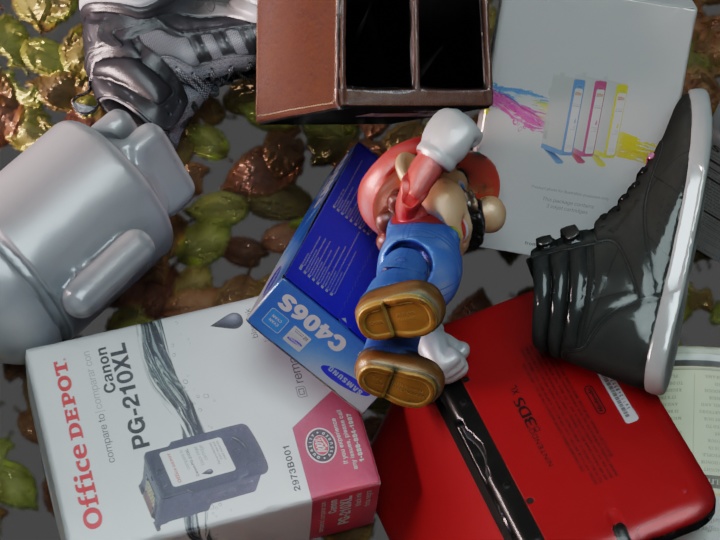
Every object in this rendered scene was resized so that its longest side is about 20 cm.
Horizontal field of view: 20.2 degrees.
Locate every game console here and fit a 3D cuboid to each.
[{"bbox_3d":[0.103,0.132,1.236,0.172,0.119,0.200,-21,49,-8],"label":"game console"}]

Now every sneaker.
[{"bbox_3d":[0.155,-0.028,1.220,0.099,0.071,0.201,10,68,13],"label":"sneaker"},{"bbox_3d":[-0.103,-0.135,1.404,0.199,0.076,0.114,8,74,-3],"label":"sneaker"}]

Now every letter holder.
[{"bbox_3d":[0.003,-0.169,1.292,0.100,0.200,0.143,-2,92,-17],"label":"letter holder"}]

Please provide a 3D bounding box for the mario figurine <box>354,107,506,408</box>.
[{"bbox_3d":[0.052,-0.012,1.203,0.106,0.123,0.200,33,36,-15],"label":"mario figurine"}]

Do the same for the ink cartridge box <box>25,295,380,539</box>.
[{"bbox_3d":[-0.103,0.107,1.287,0.199,0.084,0.145,-13,66,-10],"label":"ink cartridge box"}]

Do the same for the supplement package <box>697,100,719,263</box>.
[{"bbox_3d":[0.294,-0.085,1.333,0.119,0.200,0.121,31,67,10],"label":"supplement package"}]

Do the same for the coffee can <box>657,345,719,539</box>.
[{"bbox_3d":[0.205,0.166,1.246,0.145,0.147,0.201,6,66,-1],"label":"coffee can"}]

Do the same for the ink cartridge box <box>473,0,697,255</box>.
[{"bbox_3d":[0.143,-0.117,1.326,0.124,0.129,0.201,9,104,2],"label":"ink cartridge box"}]

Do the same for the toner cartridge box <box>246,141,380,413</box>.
[{"bbox_3d":[0.000,0.000,1.291,0.095,0.043,0.200,38,30,-6],"label":"toner cartridge box"}]

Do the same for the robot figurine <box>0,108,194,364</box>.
[{"bbox_3d":[-0.202,-0.018,1.320,0.200,0.113,0.169,-43,35,-19],"label":"robot figurine"}]
